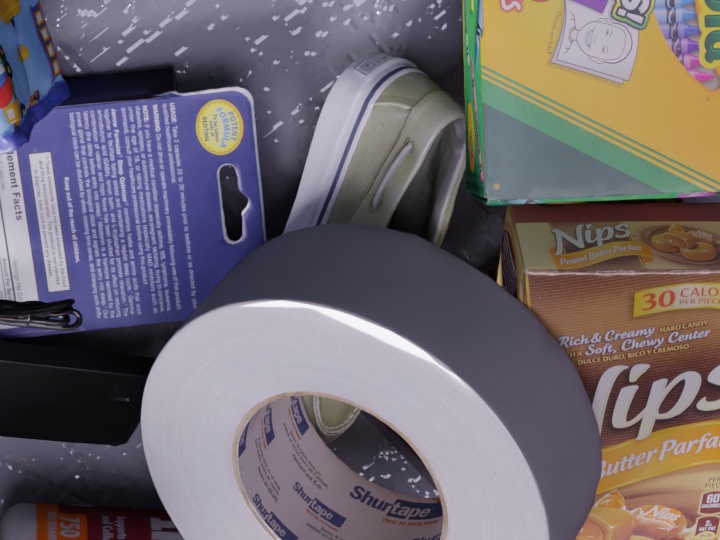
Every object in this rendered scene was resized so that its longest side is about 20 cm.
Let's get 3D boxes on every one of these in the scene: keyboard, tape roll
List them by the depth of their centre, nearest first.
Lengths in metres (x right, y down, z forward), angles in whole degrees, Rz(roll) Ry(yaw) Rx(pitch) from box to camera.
[{"bbox_3d":[0.004,0.079,1.281,0.200,0.066,0.200,15,129,19],"label":"tape roll"},{"bbox_3d":[-0.185,0.039,1.323,0.200,0.021,0.127,6,147,-21],"label":"keyboard"}]

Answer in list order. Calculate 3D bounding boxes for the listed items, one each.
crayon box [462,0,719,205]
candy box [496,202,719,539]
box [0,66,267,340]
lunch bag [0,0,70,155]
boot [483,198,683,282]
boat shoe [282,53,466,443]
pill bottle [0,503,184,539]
[{"bbox_3d":[0.105,-0.131,1.237,0.119,0.058,0.200,-3,95,-6],"label":"crayon box"},{"bbox_3d":[0.116,0.061,1.316,0.115,0.055,0.200,-1,129,-8],"label":"candy box"},{"bbox_3d":[-0.145,-0.027,1.318,0.200,0.032,0.121,-6,120,-2],"label":"box"},{"bbox_3d":[-0.248,-0.108,1.229,0.200,0.094,0.151,-15,106,13],"label":"lunch bag"},{"bbox_3d":[0.085,0.003,1.344,0.155,0.074,0.200,-24,116,11],"label":"boot"},{"bbox_3d":[0.000,0.000,1.321,0.072,0.062,0.200,-13,125,-41],"label":"boat shoe"},{"bbox_3d":[-0.077,0.173,1.392,0.200,0.113,0.113,3,118,-9],"label":"pill bottle"}]
